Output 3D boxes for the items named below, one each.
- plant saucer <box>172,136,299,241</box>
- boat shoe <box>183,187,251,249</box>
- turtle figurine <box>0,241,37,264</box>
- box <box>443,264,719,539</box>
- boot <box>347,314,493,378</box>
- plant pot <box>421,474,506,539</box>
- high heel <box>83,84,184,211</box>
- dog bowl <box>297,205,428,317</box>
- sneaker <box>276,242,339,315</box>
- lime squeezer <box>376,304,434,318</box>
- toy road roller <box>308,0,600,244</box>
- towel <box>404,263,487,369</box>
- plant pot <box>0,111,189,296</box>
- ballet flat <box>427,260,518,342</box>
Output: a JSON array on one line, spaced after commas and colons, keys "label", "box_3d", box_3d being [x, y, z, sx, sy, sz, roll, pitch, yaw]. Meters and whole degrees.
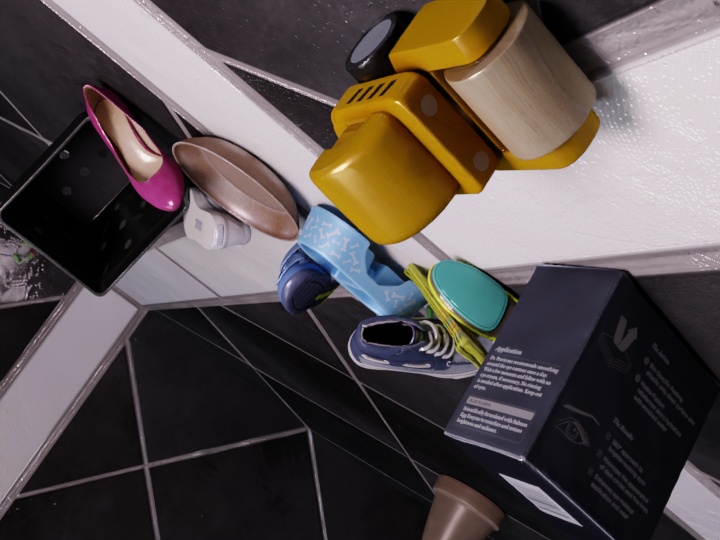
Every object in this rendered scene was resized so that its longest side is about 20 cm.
[{"label": "plant saucer", "box_3d": [-0.154, -0.113, 1.226, 0.199, 0.037, 0.201, 31, 164, 10]}, {"label": "boat shoe", "box_3d": [-0.212, -0.078, 1.389, 0.068, 0.073, 0.200, 3, -170, -26]}, {"label": "turtle figurine", "box_3d": [-0.945, -0.101, 2.629, 0.199, 0.145, 0.194, 33, 161, -11]}, {"label": "box", "box_3d": [0.217, 0.133, 0.905, 0.197, 0.201, 0.117, 43, 161, -28]}, {"label": "boot", "box_3d": [0.086, 0.091, 1.154, 0.197, 0.074, 0.090, -2, 165, -7]}, {"label": "plant pot", "box_3d": [0.240, 0.640, 2.376, 0.199, 0.175, 0.201, 32, 165, 10]}, {"label": "high heel", "box_3d": [-0.304, -0.160, 1.244, 0.200, 0.067, 0.096, 48, -179, 28]}, {"label": "dog bowl", "box_3d": [0.000, 0.000, 1.196, 0.200, 0.050, 0.111, 41, 171, -25]}, {"label": "sneaker", "box_3d": [-0.080, 0.006, 1.273, 0.082, 0.074, 0.200, 48, -172, 6]}, {"label": "lime squeezer", "box_3d": [0.083, 0.081, 1.344, 0.071, 0.037, 0.200, 67, 161, -2]}, {"label": "toy road roller", "box_3d": [0.052, -0.096, 0.666, 0.123, 0.147, 0.199, 41, 163, -26]}, {"label": "towel", "box_3d": [0.108, 0.062, 1.095, 0.086, 0.018, 0.200, 45, -173, -28]}, {"label": "plant pot", "box_3d": [-0.409, -0.120, 1.424, 0.199, 0.200, 0.177, 43, -178, -32]}, {"label": "ballet flat", "box_3d": [0.159, 0.060, 1.049, 0.198, 0.067, 0.067, 29, 154, 9]}]
